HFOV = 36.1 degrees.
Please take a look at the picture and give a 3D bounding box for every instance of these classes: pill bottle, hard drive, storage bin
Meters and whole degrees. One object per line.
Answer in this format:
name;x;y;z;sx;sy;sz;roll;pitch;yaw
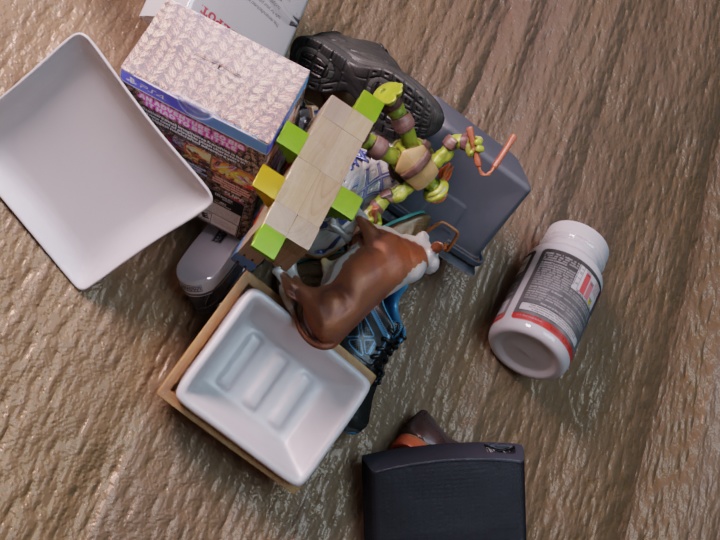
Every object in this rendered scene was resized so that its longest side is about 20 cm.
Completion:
pill bottle;0.259;0.036;1.493;0.116;0.115;0.201;45;57;-21
hard drive;0.102;0.274;1.297;0.196;0.042;0.138;-2;94;-10
storage bin;0.108;-0.107;1.358;0.198;0.134;0.147;31;26;-27

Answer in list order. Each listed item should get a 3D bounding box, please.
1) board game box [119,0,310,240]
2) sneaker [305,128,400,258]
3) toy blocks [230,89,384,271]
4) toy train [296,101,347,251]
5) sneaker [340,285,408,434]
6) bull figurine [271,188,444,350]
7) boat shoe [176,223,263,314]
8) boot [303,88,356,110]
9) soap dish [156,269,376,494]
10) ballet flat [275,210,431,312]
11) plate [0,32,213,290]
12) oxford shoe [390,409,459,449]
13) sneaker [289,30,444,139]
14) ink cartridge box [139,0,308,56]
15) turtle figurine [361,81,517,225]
board game box;-0.155;-0.146;1.125;0.158;0.201;0.098;27;61;0
sneaker;-0.007;-0.106;1.245;0.201;0.075;0.089;-51;146;-16
toy blocks;-0.061;-0.076;1.097;0.099;0.137;0.202;31;67;-11
toy train;-0.045;-0.101;1.301;0.045;0.034;0.204;-19;109;-28
sneaker;0.009;0.090;1.295;0.073;0.081;0.204;30;61;-60
bull figurine;-0.003;-0.005;1.169;0.121;0.065;0.200;45;60;6
boat shoe;-0.129;-0.034;1.237;0.201;0.071;0.068;-56;149;-32
boot;-0.084;-0.232;1.316;0.198;0.066;0.178;23;66;-31
soap dish;-0.101;0.119;1.188;0.199;0.081;0.158;40;81;-24
ballet flat;0.000;0.000;1.275;0.197;0.068;0.073;-22;73;-5
plate;-0.266;-0.104;1.077;0.201;0.198;0.032;52;29;-16
oxford shoe;0.124;0.257;1.368;0.201;0.071;0.073;51;50;-17
sneaker;0.018;-0.223;1.267;0.199;0.077;0.091;34;40;14
ink cartridge box;-0.128;-0.316;1.175;0.145;0.083;0.203;34;75;-48
turtle figurine;0.061;-0.129;1.211;0.162;0.199;0.065;47;12;-34
